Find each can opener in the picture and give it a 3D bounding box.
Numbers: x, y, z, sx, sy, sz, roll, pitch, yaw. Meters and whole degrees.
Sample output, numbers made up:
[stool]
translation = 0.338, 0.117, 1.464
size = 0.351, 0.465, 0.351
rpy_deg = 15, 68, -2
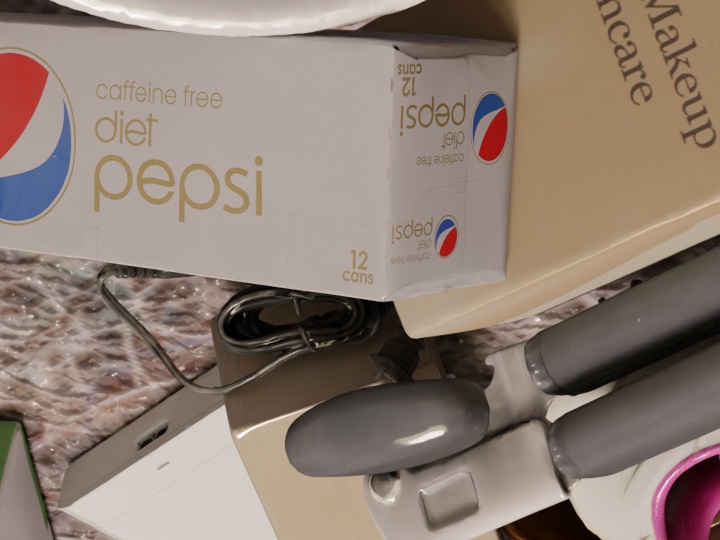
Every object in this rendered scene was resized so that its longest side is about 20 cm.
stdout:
[can opener]
translation = 0.066, 0.038, 0.672
size = 0.199, 0.053, 0.066
rpy_deg = -26, 162, 33

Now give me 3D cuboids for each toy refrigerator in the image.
[toy refrigerator]
translation = 0.012, 0.094, 0.828
size = 0.075, 0.070, 0.201
rpy_deg = -19, 130, 3

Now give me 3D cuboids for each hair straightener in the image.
[hair straightener]
translation = 0.000, 0.000, 0.735
size = 0.198, 0.078, 0.041
rpy_deg = -9, 144, 19

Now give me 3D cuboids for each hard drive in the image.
[hard drive]
translation = -0.007, 0.109, 0.917
size = 0.199, 0.026, 0.132
rpy_deg = 32, 136, -27

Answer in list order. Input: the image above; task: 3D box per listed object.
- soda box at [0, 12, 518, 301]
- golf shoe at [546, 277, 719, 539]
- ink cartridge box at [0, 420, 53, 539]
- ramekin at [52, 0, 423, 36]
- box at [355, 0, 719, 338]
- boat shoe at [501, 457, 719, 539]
[soda box]
translation = -0.055, -0.037, 0.636
size = 0.199, 0.069, 0.063
rpy_deg = 8, -171, 35
[golf shoe]
translation = 0.140, 0.019, 0.698
size = 0.075, 0.092, 0.200
rpy_deg = 17, 127, -46
[ink cartridge box]
translation = -0.235, 0.130, 0.930
size = 0.198, 0.085, 0.147
rpy_deg = 4, 142, 5
[ramekin]
translation = -0.036, -0.159, 0.523
size = 0.198, 0.098, 0.201
rpy_deg = 5, 142, 4
[box]
translation = 0.094, -0.059, 0.615
size = 0.199, 0.096, 0.077
rpy_deg = -27, 170, 34
[boat shoe]
translation = 0.125, 0.090, 0.765
size = 0.199, 0.067, 0.073
rpy_deg = 7, 120, 55
